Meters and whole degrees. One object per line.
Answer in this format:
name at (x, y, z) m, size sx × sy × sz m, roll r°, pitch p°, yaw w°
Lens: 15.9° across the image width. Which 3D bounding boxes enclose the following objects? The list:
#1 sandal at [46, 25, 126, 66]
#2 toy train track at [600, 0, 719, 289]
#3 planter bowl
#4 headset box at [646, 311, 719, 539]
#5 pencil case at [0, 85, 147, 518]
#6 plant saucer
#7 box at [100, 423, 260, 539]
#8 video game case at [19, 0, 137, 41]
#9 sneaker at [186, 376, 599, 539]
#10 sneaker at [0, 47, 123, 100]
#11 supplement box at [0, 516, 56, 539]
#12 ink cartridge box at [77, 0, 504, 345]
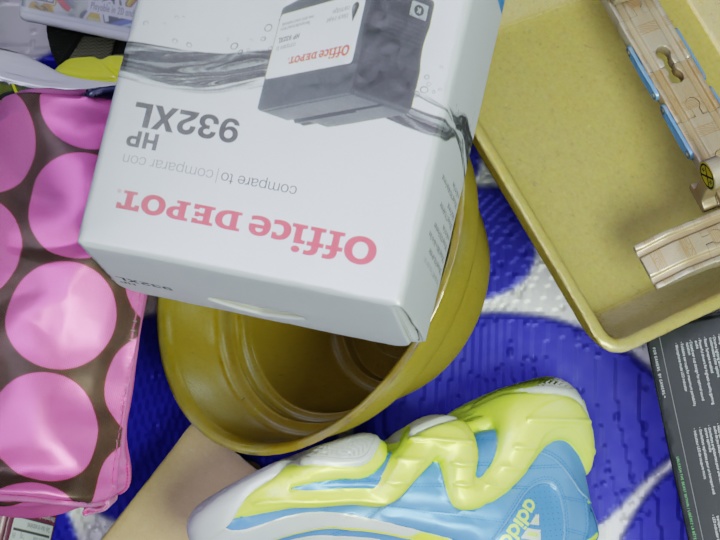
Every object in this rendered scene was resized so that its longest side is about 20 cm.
sandal at (-0.094, -0.178, 1.292) m, size 0.080 × 0.057 × 0.201 m, roll 30°, pitch 103°, yaw 29°
toy train track at (0.161, -0.062, 1.160) m, size 0.115 × 0.033 × 0.200 m, roll -22°, pitch 69°, yaw -15°
planter bowl at (0.000, 0.000, 1.222) m, size 0.200 × 0.083 × 0.200 m, roll -20°, pitch 60°, yaw 39°
headset box at (0.245, 0.094, 1.177) m, size 0.200 × 0.093 × 0.174 m, roll -13°, pitch 79°, yaw 7°
pencil case at (-0.134, 0.015, 1.179) m, size 0.094 × 0.091 × 0.200 m, roll 9°, pitch 85°, yaw -3°
plant saucer at (0.132, -0.069, 1.211) m, size 0.200 × 0.048 × 0.200 m, roll -22°, pitch 75°, yaw -30°
box at (-0.077, 0.200, 1.248) m, size 0.163 × 0.021 × 0.200 m, roll 38°, pitch 88°, yaw 8°
video game case at (-0.071, -0.193, 1.226) m, size 0.200 × 0.023 × 0.182 m, roll 14°, pitch 99°, yaw 32°
sneaker at (0.024, 0.123, 1.207) m, size 0.200 × 0.076 × 0.105 m, roll -18°, pitch 86°, yaw -8°
sneaker at (-0.174, -0.061, 1.269) m, size 0.200 × 0.074 × 0.085 m, roll -1°, pitch 61°, yaw 15°
supplement box at (-0.203, 0.079, 1.262) m, size 0.110 × 0.086 × 0.200 m, roll 11°, pitch 83°, yaw 11°
ink cartridge box at (-0.024, -0.083, 1.111) m, size 0.145 × 0.084 × 0.200 m, roll 11°, pitch 79°, yaw 10°
